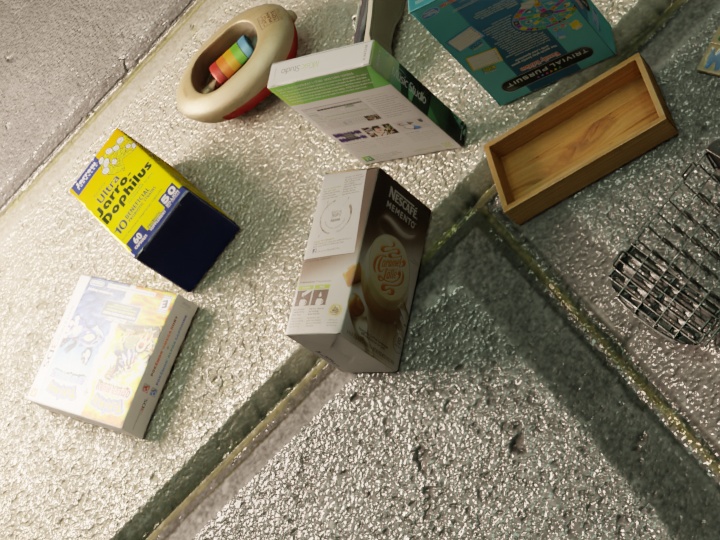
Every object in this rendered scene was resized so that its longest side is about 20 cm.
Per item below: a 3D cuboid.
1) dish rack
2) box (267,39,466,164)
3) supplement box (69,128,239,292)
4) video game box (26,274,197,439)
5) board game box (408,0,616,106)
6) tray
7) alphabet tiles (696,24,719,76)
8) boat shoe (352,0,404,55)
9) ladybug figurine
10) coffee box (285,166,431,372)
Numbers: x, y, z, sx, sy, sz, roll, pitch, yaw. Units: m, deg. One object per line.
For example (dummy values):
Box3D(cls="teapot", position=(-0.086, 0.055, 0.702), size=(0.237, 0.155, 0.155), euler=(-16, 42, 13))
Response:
Box3D(cls="dish rack", position=(0.342, -0.023, 1.426), size=(0.200, 0.054, 0.153), euler=(-52, 44, 4))
Box3D(cls="box", position=(0.010, -0.188, 1.677), size=(0.144, 0.200, 0.037), euler=(-7, 64, 34))
Box3D(cls="supplement box", position=(-0.267, -0.079, 1.894), size=(0.109, 0.109, 0.200), euler=(-52, 45, 1))
Box3D(cls="video game box", position=(-0.319, 0.106, 1.874), size=(0.199, 0.047, 0.183), euler=(9, 74, 41))
Box3D(cls="board game box", position=(0.166, -0.275, 1.605), size=(0.150, 0.200, 0.047), euler=(-22, 54, 26))
Box3D(cls="tray", position=(0.235, -0.140, 1.589), size=(0.199, 0.037, 0.099), euler=(-30, 50, 20))
Box3D(cls="alphabet tiles", position=(0.461, -0.255, 1.497), size=(0.199, 0.008, 0.168), euler=(23, 80, 44))
Box3D(cls="boat shoe", position=(0.008, -0.312, 1.840), size=(0.062, 0.073, 0.201), euler=(-3, 68, 33))
Box3D(cls="ladybug figurine", position=(-0.154, -0.267, 1.939), size=(0.200, 0.072, 0.136), euler=(-38, 47, 16))
Box3D(cls="coffee box", position=(0.000, 0.000, 1.637), size=(0.079, 0.114, 0.201), euler=(-4, 64, 37))
